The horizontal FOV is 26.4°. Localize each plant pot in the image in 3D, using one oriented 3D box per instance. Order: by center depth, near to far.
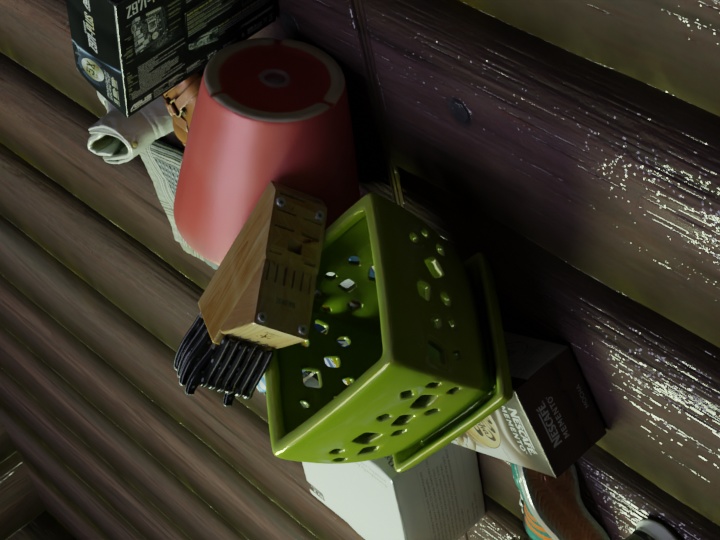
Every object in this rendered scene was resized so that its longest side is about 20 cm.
[{"bbox_3d":[0.031,0.076,1.496,0.200,0.181,0.200,-40,44,38],"label":"plant pot"},{"bbox_3d":[-0.091,-0.125,1.559,0.200,0.200,0.178,38,141,31],"label":"plant pot"}]

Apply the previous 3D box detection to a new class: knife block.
[{"bbox_3d":[-0.117,0.029,1.517,0.064,0.201,0.175,19,159,-32],"label":"knife block"}]

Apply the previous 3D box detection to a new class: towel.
[{"bbox_3d":[-0.222,-0.078,2.034,0.192,0.034,0.201,25,145,47],"label":"towel"}]

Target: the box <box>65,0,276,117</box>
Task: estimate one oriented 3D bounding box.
[{"bbox_3d":[-0.181,-0.272,1.487,0.086,0.200,0.164,43,155,21],"label":"box"}]

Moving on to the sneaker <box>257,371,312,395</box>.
[{"bbox_3d":[-0.110,0.102,1.895,0.073,0.072,0.200,67,171,-15],"label":"sneaker"}]

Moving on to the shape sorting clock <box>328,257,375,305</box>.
[{"bbox_3d":[0.000,0.000,1.728,0.200,0.039,0.200,44,166,14],"label":"shape sorting clock"}]

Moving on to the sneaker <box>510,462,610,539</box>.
[{"bbox_3d":[0.200,0.254,1.667,0.080,0.071,0.201,11,136,53],"label":"sneaker"}]

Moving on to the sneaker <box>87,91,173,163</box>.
[{"bbox_3d":[-0.310,-0.196,1.935,0.200,0.115,0.074,21,143,52],"label":"sneaker"}]

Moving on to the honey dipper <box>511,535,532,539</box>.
[{"bbox_3d":[0.112,0.356,1.828,0.038,0.199,0.038,166,90,-89],"label":"honey dipper"}]

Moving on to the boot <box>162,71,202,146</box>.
[{"bbox_3d":[-0.172,-0.191,1.761,0.156,0.076,0.200,62,162,-11],"label":"boot"}]

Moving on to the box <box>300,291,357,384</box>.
[{"bbox_3d":[-0.032,0.076,1.807,0.070,0.064,0.200,58,169,-13],"label":"box"}]

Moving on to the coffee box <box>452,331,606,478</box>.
[{"bbox_3d":[0.146,0.129,1.587,0.200,0.080,0.113,10,132,57],"label":"coffee box"}]

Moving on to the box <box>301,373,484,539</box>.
[{"bbox_3d":[0.032,0.228,1.870,0.199,0.131,0.201,34,150,36],"label":"box"}]

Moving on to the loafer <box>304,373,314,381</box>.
[{"bbox_3d":[-0.063,0.163,2.028,0.073,0.071,0.201,17,138,53],"label":"loafer"}]

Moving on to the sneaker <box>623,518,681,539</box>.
[{"bbox_3d":[0.319,0.359,1.543,0.201,0.115,0.076,46,155,15],"label":"sneaker"}]
